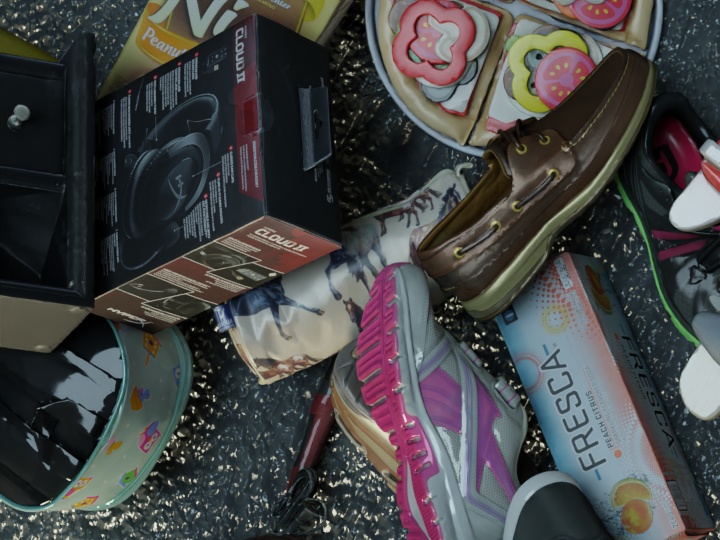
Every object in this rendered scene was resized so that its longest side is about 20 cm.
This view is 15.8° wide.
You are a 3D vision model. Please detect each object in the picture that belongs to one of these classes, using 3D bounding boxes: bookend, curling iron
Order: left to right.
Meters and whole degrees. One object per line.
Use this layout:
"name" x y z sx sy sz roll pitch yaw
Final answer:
"bookend" -0.280 -0.064 1.702 0.092 0.198 0.201 140 134 -56
"curling iron" -0.014 0.091 1.792 0.049 0.025 0.201 13 80 57

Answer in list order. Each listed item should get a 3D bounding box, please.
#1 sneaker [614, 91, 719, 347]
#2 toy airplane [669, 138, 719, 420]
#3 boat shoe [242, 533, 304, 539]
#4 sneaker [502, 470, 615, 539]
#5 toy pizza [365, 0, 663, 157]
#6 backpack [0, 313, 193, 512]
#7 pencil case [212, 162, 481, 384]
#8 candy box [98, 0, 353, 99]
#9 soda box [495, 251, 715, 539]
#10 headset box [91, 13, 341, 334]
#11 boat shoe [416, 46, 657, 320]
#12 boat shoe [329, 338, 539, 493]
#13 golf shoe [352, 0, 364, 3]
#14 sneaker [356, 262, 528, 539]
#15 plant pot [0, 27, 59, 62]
"sneaker" 0.220 -0.025 1.649 0.076 0.084 0.201 -24 73 -18
"toy airplane" 0.282 -0.016 1.555 0.198 0.141 0.201 -7 98 0
"boat shoe" -0.114 0.247 1.817 0.202 0.075 0.075 -22 103 20
"sneaker" 0.130 0.235 1.636 0.099 0.070 0.201 -127 32 -54
"toy pizza" 0.101 -0.174 1.724 0.199 0.032 0.201 0 91 7
"backpack" -0.214 0.073 1.824 0.200 0.153 0.176 39 103 36
"pencil case" 0.000 0.000 1.747 0.199 0.078 0.090 -24 106 9
"candy box" -0.088 -0.162 1.778 0.115 0.055 0.200 36 130 3
"soda box" 0.156 0.092 1.690 0.068 0.064 0.201 -28 73 22
"headset box" -0.096 -0.065 1.708 0.199 0.077 0.150 -24 59 35
"boat shoe" 0.113 -0.064 1.661 0.067 0.072 0.200 36 93 -18
"boat shoe" 0.055 0.129 1.738 0.076 0.072 0.200 -36 82 -27
"golf shoe" -0.035 -0.228 1.808 0.199 0.073 0.093 -6 82 26
"sneaker" 0.058 0.089 1.668 0.088 0.081 0.201 -14 90 -20
"plant pot" -0.365 -0.101 1.828 0.200 0.176 0.201 -15 44 48
